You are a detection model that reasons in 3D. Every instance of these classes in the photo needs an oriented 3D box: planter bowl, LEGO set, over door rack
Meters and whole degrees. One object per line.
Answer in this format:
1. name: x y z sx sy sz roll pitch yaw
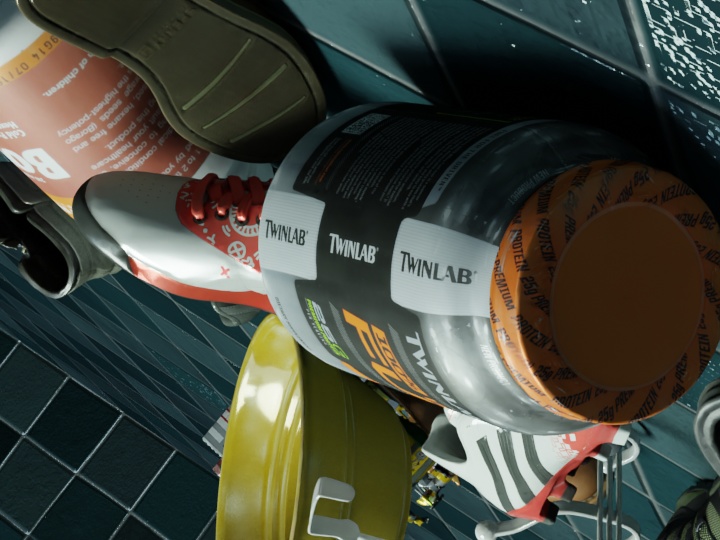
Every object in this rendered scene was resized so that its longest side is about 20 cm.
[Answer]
1. planter bowl: -0.022 0.127 1.199 0.083 0.201 0.200 7 176 -16
2. LEGO set: -0.014 0.117 1.359 0.154 0.116 0.200 41 -170 4
3. over door rack: 0.059 0.117 1.126 0.200 0.148 0.067 25 131 -16

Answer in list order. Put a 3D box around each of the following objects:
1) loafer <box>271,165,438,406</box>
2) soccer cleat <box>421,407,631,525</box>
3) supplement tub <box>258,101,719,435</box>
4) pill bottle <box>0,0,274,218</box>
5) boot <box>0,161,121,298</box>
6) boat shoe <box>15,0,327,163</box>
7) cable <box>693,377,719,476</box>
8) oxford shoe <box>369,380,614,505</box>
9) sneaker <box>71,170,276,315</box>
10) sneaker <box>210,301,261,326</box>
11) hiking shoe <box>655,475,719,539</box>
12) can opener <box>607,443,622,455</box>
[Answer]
1. loafer: 0.000 0.000 1.191 0.200 0.072 0.063 36 -147 -9
2. soccer cleat: 0.085 0.059 1.002 0.085 0.069 0.200 25 149 1
3. supplement tub: 0.051 -0.003 0.837 0.123 0.123 0.200 42 168 -25
4. pill bottle: -0.133 -0.088 1.074 0.112 0.112 0.200 24 163 47
5. boot: -0.176 -0.062 1.206 0.130 0.068 0.200 -6 -140 -42
6. boat shoe: -0.086 -0.120 0.955 0.200 0.072 0.068 38 -158 -48
7. cable: 0.216 0.122 1.008 0.097 0.050 0.200 -24 115 43
8. oxford shoe: 0.065 0.075 1.243 0.200 0.071 0.071 35 165 18
9. sneaker: -0.030 -0.028 0.990 0.201 0.067 0.108 24 129 -6
10. sneaker: -0.125 -0.041 1.308 0.200 0.085 0.075 33 167 17
11. hiking shoe: 0.196 0.166 1.124 0.076 0.101 0.200 35 169 5
12. can opener: 0.067 0.021 1.058 0.200 0.053 0.067 37 168 -7
